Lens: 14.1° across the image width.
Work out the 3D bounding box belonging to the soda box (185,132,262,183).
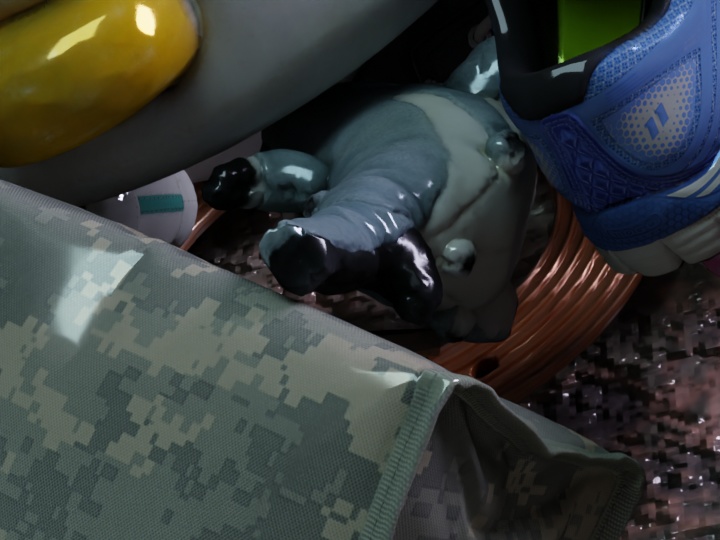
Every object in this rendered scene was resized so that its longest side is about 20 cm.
[{"bbox_3d":[-0.099,-0.066,0.973,0.199,0.064,0.068,-10,43,17],"label":"soda box"}]

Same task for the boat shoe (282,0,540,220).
[{"bbox_3d":[0.055,-0.068,0.845,0.200,0.075,0.060,-52,51,18],"label":"boat shoe"}]

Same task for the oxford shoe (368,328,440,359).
[{"bbox_3d":[-0.065,0.066,0.814,0.199,0.072,0.071,-21,-5,9],"label":"oxford shoe"}]

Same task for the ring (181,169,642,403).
[{"bbox_3d":[0.000,0.000,0.906,0.200,0.019,0.201,-14,35,10],"label":"ring"}]

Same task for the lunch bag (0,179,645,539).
[{"bbox_3d":[-0.052,0.100,0.693,0.164,0.118,0.201,22,86,34],"label":"lunch bag"}]

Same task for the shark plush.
[{"bbox_3d":[-0.002,-0.009,0.745,0.083,0.091,0.200,13,24,6],"label":"shark plush"}]

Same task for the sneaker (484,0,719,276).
[{"bbox_3d":[0.071,-0.102,0.741,0.078,0.089,0.201,-19,47,30],"label":"sneaker"}]

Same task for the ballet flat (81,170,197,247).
[{"bbox_3d":[-0.124,-0.005,0.934,0.200,0.070,0.069,-11,32,48],"label":"ballet flat"}]

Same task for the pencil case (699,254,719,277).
[{"bbox_3d":[0.153,-0.082,0.785,0.200,0.083,0.087,-49,38,-1],"label":"pencil case"}]

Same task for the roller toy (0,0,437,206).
[{"bbox_3d":[-0.058,-0.107,0.806,0.182,0.140,0.200,-36,19,-12],"label":"roller toy"}]
